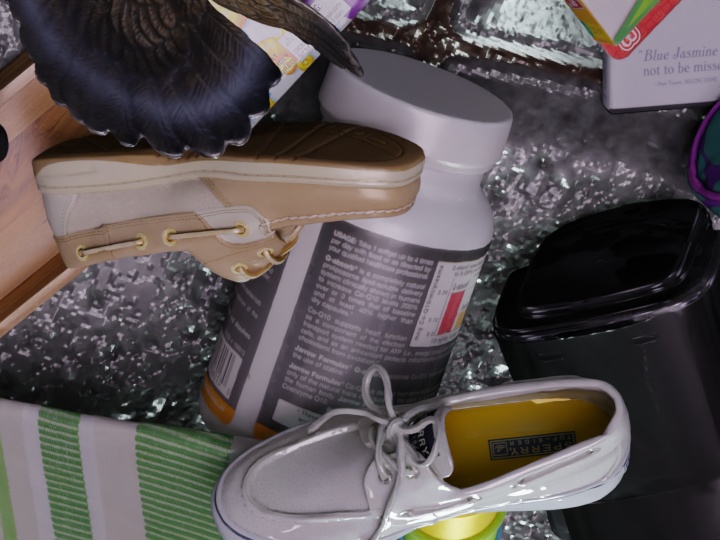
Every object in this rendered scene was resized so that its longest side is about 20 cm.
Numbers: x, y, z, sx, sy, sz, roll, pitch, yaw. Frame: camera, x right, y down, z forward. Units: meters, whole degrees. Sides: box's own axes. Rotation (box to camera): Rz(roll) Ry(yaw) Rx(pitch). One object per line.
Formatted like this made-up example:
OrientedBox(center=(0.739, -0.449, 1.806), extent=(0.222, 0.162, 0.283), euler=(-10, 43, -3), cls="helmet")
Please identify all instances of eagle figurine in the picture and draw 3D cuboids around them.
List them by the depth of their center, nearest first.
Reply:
OrientedBox(center=(-0.089, -0.153, 1.222), extent=(0.151, 0.151, 0.201), euler=(-20, 106, -15), cls="eagle figurine")

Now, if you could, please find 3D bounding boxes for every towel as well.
OrientedBox(center=(-0.125, 0.128, 1.446), extent=(0.199, 0.023, 0.153), euler=(9, 129, 16), cls="towel")

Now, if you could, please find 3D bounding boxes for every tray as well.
OrientedBox(center=(-0.180, -0.032, 1.430), extent=(0.200, 0.037, 0.099), euler=(-39, 112, 5), cls="tray")

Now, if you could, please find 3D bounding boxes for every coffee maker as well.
OrientedBox(center=(0.156, 0.087, 1.449), extent=(0.134, 0.192, 0.201), euler=(-22, 113, -1), cls="coffee maker")

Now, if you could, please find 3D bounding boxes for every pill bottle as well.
OrientedBox(center=(0.000, 0.000, 1.429), extent=(0.116, 0.116, 0.201), euler=(15, 108, -15), cls="pill bottle")

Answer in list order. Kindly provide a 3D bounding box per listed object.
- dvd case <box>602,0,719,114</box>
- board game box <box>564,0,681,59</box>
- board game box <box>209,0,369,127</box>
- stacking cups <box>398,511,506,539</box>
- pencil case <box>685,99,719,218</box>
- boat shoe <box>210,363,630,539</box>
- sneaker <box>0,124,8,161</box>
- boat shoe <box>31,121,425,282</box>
OrientedBox(center=(0.191, -0.180, 1.446), extent=(0.142, 0.018, 0.201), euler=(-5, 111, -7), cls="dvd case")
OrientedBox(center=(0.104, -0.199, 1.380), extent=(0.096, 0.030, 0.200), euler=(-46, 120, -8), cls="board game box")
OrientedBox(center=(-0.098, -0.178, 1.350), extent=(0.200, 0.103, 0.105), euler=(40, 100, -21), cls="board game box")
OrientedBox(center=(0.041, 0.137, 1.469), extent=(0.060, 0.061, 0.200), euler=(-8, 153, -7), cls="stacking cups")
OrientedBox(center=(0.260, -0.017, 1.477), extent=(0.200, 0.085, 0.092), euler=(37, 123, -27), cls="pencil case")
OrientedBox(center=(0.028, 0.084, 1.334), extent=(0.201, 0.075, 0.086), euler=(-7, 153, -2), cls="boat shoe")
OrientedBox(center=(-0.220, -0.087, 1.354), extent=(0.111, 0.077, 0.201), euler=(-2, 97, 11), cls="sneaker")
OrientedBox(center=(-0.059, -0.029, 1.360), extent=(0.199, 0.074, 0.070), euler=(1, 107, 27), cls="boat shoe")
